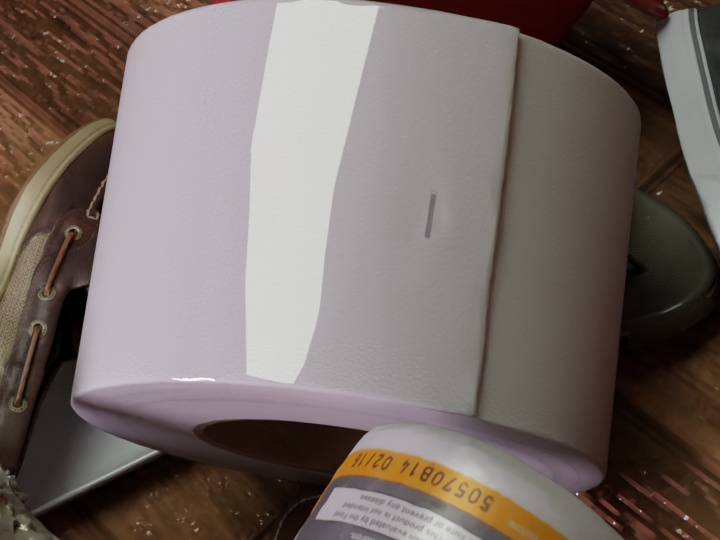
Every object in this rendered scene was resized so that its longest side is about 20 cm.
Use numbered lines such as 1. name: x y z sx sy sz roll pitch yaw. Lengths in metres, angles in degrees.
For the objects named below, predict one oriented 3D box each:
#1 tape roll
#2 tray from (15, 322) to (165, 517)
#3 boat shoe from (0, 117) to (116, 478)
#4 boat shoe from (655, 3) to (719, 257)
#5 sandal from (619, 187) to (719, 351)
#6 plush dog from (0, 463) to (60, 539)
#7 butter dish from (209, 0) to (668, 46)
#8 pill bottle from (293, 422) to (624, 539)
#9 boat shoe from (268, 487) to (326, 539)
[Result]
1. tape roll: 0.000 0.000 0.820 0.201 0.202 0.141 0 74 30
2. tray: -0.143 0.074 0.991 0.199 0.022 0.108 -26 42 6
3. boat shoe: -0.135 0.013 0.989 0.071 0.072 0.201 21 46 7
4. boat shoe: 0.170 -0.047 0.900 0.066 0.070 0.201 -20 36 13
5. sandal: 0.085 -0.036 0.940 0.081 0.055 0.201 -28 42 3
6. plush dog: -0.180 0.113 0.810 0.171 0.200 0.162 2 61 36
7. butter dish: -0.003 -0.128 0.962 0.199 0.199 0.149 40 106 45
8. pill bottle: -0.001 0.156 0.662 0.116 0.117 0.201 16 62 39
9. boat shoe: -0.014 0.157 0.802 0.075 0.072 0.201 -18 44 14
